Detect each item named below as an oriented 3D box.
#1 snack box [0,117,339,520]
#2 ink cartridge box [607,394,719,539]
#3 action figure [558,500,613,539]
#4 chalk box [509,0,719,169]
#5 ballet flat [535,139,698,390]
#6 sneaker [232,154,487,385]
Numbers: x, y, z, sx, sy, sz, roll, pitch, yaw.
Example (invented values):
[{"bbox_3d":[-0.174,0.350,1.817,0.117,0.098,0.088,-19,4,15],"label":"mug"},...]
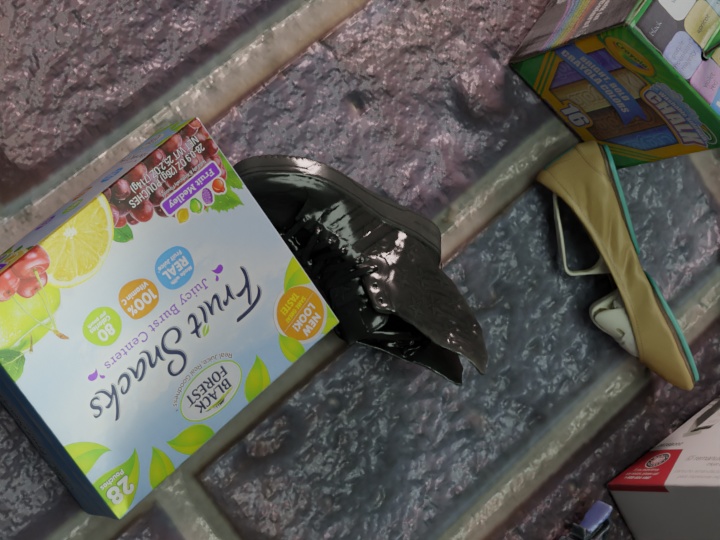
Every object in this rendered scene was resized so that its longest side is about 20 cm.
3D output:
[{"bbox_3d":[-0.139,0.029,1.175,0.200,0.068,0.169,-40,106,-23],"label":"snack box"},{"bbox_3d":[0.304,0.136,1.357,0.200,0.147,0.083,-34,100,-26],"label":"ink cartridge box"},{"bbox_3d":[0.155,0.265,1.298,0.194,0.104,0.200,46,71,-29],"label":"action figure"},{"bbox_3d":[0.226,-0.165,1.303,0.124,0.200,0.125,43,70,-19],"label":"chalk box"},{"bbox_3d":[0.185,0.004,1.360,0.063,0.069,0.201,-23,96,1],"label":"ballet flat"},{"bbox_3d":[-0.002,0.001,1.239,0.199,0.060,0.105,22,55,-28],"label":"sneaker"}]
